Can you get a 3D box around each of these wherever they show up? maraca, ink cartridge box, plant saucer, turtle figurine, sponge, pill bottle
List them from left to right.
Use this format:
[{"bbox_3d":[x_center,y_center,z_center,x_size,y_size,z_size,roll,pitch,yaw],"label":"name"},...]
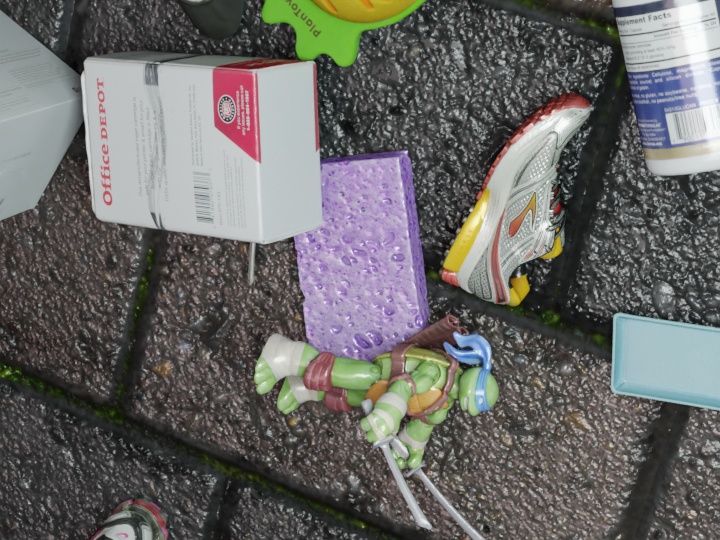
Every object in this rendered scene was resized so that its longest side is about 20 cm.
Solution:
[{"bbox_3d":[-0.136,-0.109,1.606,0.200,0.083,0.146,9,108,38],"label":"ink cartridge box"},{"bbox_3d":[-0.006,-0.253,1.521,0.137,0.107,0.200,49,123,7],"label":"maraca"},{"bbox_3d":[0.000,0.000,1.630,0.111,0.030,0.200,-2,103,24],"label":"sponge"},{"bbox_3d":[0.009,0.133,1.568,0.194,0.144,0.200,12,106,23],"label":"turtle figurine"},{"bbox_3d":[0.252,-0.180,1.426,0.111,0.111,0.200,-9,100,25],"label":"pill bottle"},{"bbox_3d":[0.299,0.079,1.518,0.200,0.019,0.070,9,107,28],"label":"plant saucer"}]

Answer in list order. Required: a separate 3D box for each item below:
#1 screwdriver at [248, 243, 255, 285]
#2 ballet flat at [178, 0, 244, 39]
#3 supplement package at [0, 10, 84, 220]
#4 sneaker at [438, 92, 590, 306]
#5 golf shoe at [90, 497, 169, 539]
[{"bbox_3d":[-0.089,-0.084,1.652,0.028,0.029,0.200,10,112,21],"label":"screwdriver"},{"bbox_3d":[-0.149,-0.291,1.594,0.068,0.068,0.200,-6,102,24],"label":"ballet flat"},{"bbox_3d":[-0.381,-0.148,1.665,0.200,0.191,0.147,39,115,10],"label":"supplement package"},{"bbox_3d":[0.141,-0.058,1.535,0.082,0.078,0.200,31,123,9],"label":"sneaker"},{"bbox_3d":[-0.258,0.305,1.792,0.073,0.092,0.200,33,116,10],"label":"golf shoe"}]
